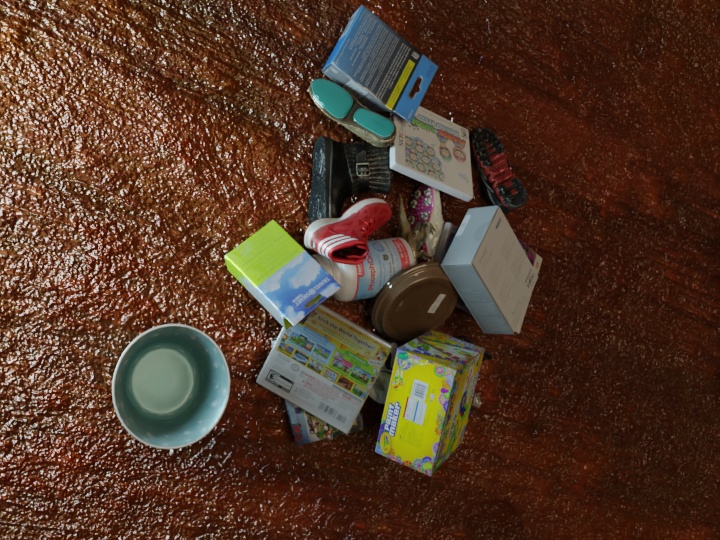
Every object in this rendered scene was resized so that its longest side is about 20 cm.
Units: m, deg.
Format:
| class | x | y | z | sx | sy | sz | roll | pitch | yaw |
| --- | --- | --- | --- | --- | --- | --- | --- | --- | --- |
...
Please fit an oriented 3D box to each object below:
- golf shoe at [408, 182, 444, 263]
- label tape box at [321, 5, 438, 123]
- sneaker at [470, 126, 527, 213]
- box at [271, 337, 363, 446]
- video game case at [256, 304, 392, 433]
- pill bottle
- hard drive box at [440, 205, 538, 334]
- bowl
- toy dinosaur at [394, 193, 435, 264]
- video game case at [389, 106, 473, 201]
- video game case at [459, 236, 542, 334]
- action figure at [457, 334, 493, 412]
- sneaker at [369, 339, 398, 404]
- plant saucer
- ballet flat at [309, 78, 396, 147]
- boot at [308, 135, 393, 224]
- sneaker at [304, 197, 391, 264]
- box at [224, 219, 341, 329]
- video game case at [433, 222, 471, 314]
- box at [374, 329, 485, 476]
| class | x | y | z | sx | sy | sz | roll | pitch | yaw |
| --- | --- | --- | --- | --- | --- | --- | --- | --- | --- |
| golf shoe | 0.147 | -0.083 | 1.580 | 0.090 | 0.075 | 0.206 | 3 | 94 | -37 |
| label tape box | 0.040 | -0.402 | 1.524 | 0.198 | 0.063 | 0.147 | 33 | 74 | -18 |
| sneaker | 0.289 | -0.210 | 1.651 | 0.069 | 0.098 | 0.204 | -22 | 75 | -13 |
| box | -0.080 | 0.213 | 1.433 | 0.133 | 0.038 | 0.206 | -13 | 95 | 3 |
| video game case | -0.067 | 0.171 | 1.398 | 0.197 | 0.023 | 0.185 | 28 | 95 | 0 |
| pill bottle | 0.000 | 0.000 | 1.473 | 0.195 | 0.108 | 0.112 | -8 | 92 | -27 |
| hard drive box | 0.260 | 0.001 | 1.512 | 0.202 | 0.075 | 0.157 | 54 | 52 | -31 |
| bowl | -0.330 | 0.193 | 1.301 | 0.196 | 0.104 | 0.207 | 1 | 87 | -27 |
| toy dinosaur | 0.097 | -0.064 | 1.521 | 0.057 | 0.100 | 0.206 | -3 | 83 | -39 |
| video game case | 0.145 | -0.251 | 1.560 | 0.196 | 0.024 | 0.186 | 20 | 54 | -26 |
| video game case | 0.306 | 0.014 | 1.642 | 0.198 | 0.035 | 0.185 | 32 | 73 | -39 |
| action figure | 0.189 | 0.235 | 1.568 | 0.118 | 0.102 | 0.202 | 38 | 71 | -13 |
| sneaker | 0.014 | 0.163 | 1.501 | 0.197 | 0.129 | 0.081 | 36 | 113 | 13 |
| plant saucer | 0.114 | 0.067 | 1.505 | 0.195 | 0.030 | 0.203 | -17 | 136 | -16 |
| ballet flat | -0.018 | -0.299 | 1.489 | 0.198 | 0.066 | 0.071 | 36 | 73 | 9 |
| boot | -0.015 | -0.153 | 1.486 | 0.154 | 0.079 | 0.218 | 7 | 85 | -26 |
| sneaker | 0.003 | -0.061 | 1.406 | 0.197 | 0.115 | 0.080 | -27 | 136 | -29 |
| box | -0.139 | 0.012 | 1.372 | 0.121 | 0.048 | 0.199 | -38 | 64 | -21 |
| video game case | 0.220 | 0.004 | 1.601 | 0.198 | 0.018 | 0.147 | 27 | 77 | -43 |
| box | 0.134 | 0.242 | 1.433 | 0.192 | 0.119 | 0.206 | -13 | 117 | -64 |
